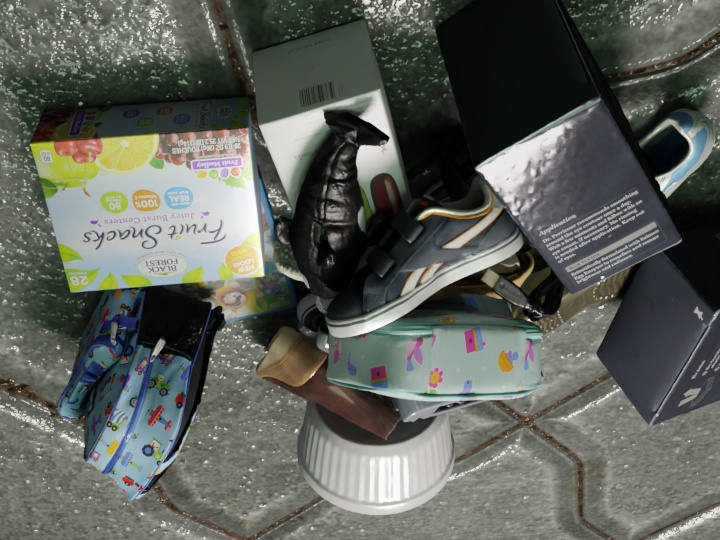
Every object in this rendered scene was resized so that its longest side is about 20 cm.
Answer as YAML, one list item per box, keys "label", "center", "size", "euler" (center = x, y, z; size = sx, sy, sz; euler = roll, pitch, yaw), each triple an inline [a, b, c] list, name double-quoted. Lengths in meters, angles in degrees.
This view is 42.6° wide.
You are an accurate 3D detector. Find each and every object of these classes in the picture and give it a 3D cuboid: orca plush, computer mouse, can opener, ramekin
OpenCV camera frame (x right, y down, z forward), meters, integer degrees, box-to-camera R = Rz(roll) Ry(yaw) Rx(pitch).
- label: "orca plush"
  center: [-0.016, -0.036, 0.814]
  size: [0.103, 0.072, 0.202]
  euler: [11, 133, -20]
- label: "computer mouse"
  center: [0.132, -0.037, 0.921]
  size: [0.200, 0.141, 0.046]
  euler: [43, 139, -7]
- label: "can opener"
  center: [0.037, 0.052, 1.006]
  size: [0.196, 0.053, 0.068]
  euler: [0, 116, -29]
- label: "ramekin"
  center: [0.020, 0.191, 1.134]
  size: [0.198, 0.204, 0.096]
  euler: [-4, 126, -7]

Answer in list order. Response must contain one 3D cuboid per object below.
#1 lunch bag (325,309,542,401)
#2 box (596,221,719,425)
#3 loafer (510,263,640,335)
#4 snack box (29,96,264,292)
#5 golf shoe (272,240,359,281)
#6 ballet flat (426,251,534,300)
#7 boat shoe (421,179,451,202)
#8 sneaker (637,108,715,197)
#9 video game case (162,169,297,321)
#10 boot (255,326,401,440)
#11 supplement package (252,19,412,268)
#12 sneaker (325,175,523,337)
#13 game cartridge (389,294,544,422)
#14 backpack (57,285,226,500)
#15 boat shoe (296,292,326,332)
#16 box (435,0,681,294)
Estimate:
- label: "lunch bag"
  center: [0.067, 0.078, 0.907]
  size: [0.196, 0.159, 0.079]
  euler: [4, 92, -30]
- label: "box"
  center: [0.409, 0.052, 1.068]
  size: [0.196, 0.118, 0.199]
  euler: [-14, 140, -23]
- label: "loafer"
  center: [0.257, 0.002, 1.072]
  size: [0.197, 0.069, 0.076]
  euler: [-27, 148, -6]
- label: "snack box"
  center: [-0.196, -0.071, 0.890]
  size: [0.195, 0.068, 0.171]
  euler: [-3, 127, -3]
- label: "golf shoe"
  center: [0.000, 0.000, 1.016]
  size: [0.195, 0.080, 0.098]
  euler: [-1, 143, -10]
- label: "ballet flat"
  center: [0.098, -0.009, 0.953]
  size: [0.197, 0.070, 0.063]
  euler: [0, 152, -35]
- label: "boat shoe"
  center: [0.162, -0.064, 0.986]
  size: [0.195, 0.063, 0.074]
  euler: [-2, 135, -9]
- label: "sneaker"
  center: [0.291, -0.087, 0.979]
  size: [0.071, 0.072, 0.202]
  euler: [5, 130, -36]
- label: "video game case"
  center: [-0.156, -0.017, 1.008]
  size: [0.140, 0.018, 0.202]
  euler: [-11, 136, 2]
- label: "boot"
  center: [-0.037, 0.138, 1.053]
  size: [0.166, 0.073, 0.200]
  euler: [39, 168, 2]
- label: "supplement package"
  center: [-0.018, -0.109, 0.873]
  size: [0.111, 0.111, 0.202]
  euler: [-15, 136, 6]
- label: "sneaker"
  center: [0.047, -0.017, 0.835]
  size: [0.197, 0.078, 0.081]
  euler: [-29, 109, -8]
- label: "game cartridge"
  center: [0.108, 0.090, 1.066]
  size: [0.197, 0.135, 0.041]
  euler: [-10, 149, -31]
- label: "backpack"
  center: [-0.246, 0.133, 0.999]
  size: [0.133, 0.203, 0.183]
  euler: [24, 136, -20]
- label: "boat shoe"
  center: [0.021, 0.072, 1.093]
  size: [0.196, 0.072, 0.073]
  euler: [10, 133, -20]
- label: "box"
  center: [0.175, -0.125, 0.830]
  size: [0.116, 0.199, 0.200]
  euler: [-28, 134, 20]
